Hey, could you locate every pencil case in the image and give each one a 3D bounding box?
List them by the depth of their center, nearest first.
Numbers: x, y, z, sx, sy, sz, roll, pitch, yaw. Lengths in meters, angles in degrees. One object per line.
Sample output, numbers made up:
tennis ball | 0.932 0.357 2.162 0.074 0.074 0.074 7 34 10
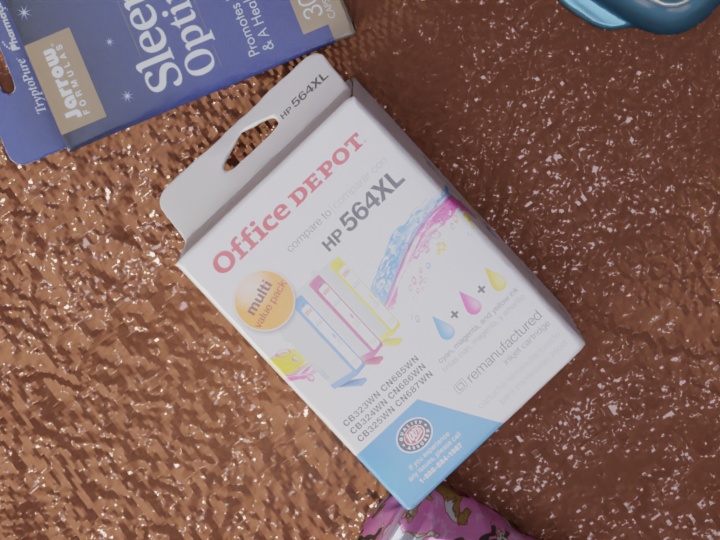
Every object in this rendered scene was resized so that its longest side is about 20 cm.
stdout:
pencil case | 0.084 0.187 1.496 0.200 0.083 0.087 35 85 -5

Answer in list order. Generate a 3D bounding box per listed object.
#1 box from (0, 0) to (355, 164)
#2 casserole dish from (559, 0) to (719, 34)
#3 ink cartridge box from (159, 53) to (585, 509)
box | -0.116 -0.143 1.476 0.199 0.032 0.122 -22 97 3
casserole dish | 0.171 -0.217 1.467 0.121 0.039 0.200 33 97 -4
ink cartridge box | 0.000 0.000 1.448 0.129 0.125 0.200 -43 97 5
